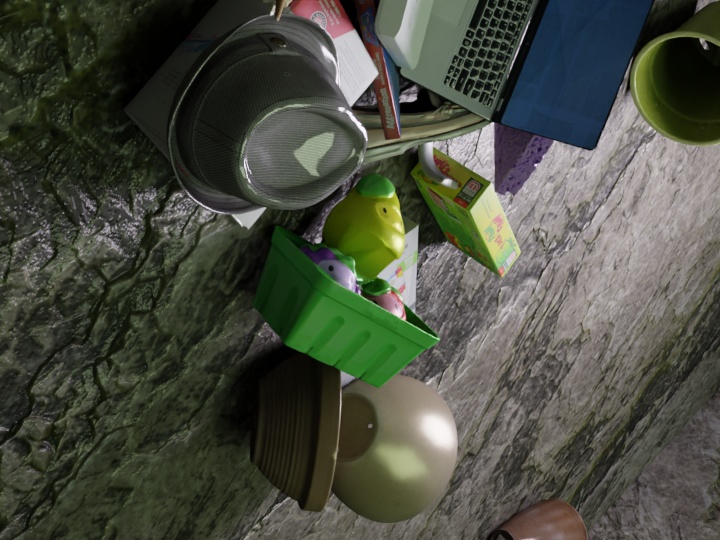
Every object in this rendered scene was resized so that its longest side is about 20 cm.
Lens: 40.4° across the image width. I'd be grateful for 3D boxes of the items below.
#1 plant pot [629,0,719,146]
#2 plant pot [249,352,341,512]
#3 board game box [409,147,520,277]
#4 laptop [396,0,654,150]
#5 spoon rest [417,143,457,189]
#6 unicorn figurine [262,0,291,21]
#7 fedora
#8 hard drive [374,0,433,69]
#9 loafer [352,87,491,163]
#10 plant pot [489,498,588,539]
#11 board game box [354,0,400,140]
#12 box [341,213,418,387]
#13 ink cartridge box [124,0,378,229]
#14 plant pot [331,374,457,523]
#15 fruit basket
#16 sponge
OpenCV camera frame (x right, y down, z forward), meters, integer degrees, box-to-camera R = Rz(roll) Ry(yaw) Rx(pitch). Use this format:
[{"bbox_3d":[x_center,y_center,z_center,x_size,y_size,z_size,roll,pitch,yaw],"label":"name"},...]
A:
[{"bbox_3d":[0.563,-0.338,1.578,0.190,0.198,0.202,-49,152,-36],"label":"plant pot"},{"bbox_3d":[-0.084,0.185,1.184,0.091,0.202,0.203,6,123,-11],"label":"plant pot"},{"bbox_3d":[0.142,-0.073,1.288,0.048,0.101,0.200,-49,149,-7],"label":"board game box"},{"bbox_3d":[0.174,-0.254,1.026,0.198,0.116,0.190,22,90,-21],"label":"laptop"},{"bbox_3d":[0.114,-0.204,1.181,0.099,0.060,0.203,12,96,-55],"label":"spoon rest"},{"bbox_3d":[-0.034,-0.291,0.793,0.135,0.203,0.074,-14,171,-14],"label":"unicorn figurine"},{"bbox_3d":[-0.060,-0.113,0.807,0.198,0.090,0.179,1,118,-51],"label":"fedora"},{"bbox_3d":[0.050,-0.272,0.930,0.200,0.026,0.134,-25,130,-81],"label":"hard drive"},{"bbox_3d":[0.066,-0.173,1.086,0.197,0.072,0.064,-20,110,-22],"label":"loafer"},{"bbox_3d":[0.402,0.645,2.303,0.198,0.187,0.189,3,119,-38],"label":"plant pot"},{"bbox_3d":[0.017,-0.237,0.972,0.019,0.104,0.201,-6,143,7],"label":"board game box"},{"bbox_3d":[0.009,0.043,1.272,0.155,0.041,0.202,-35,143,-30],"label":"box"},{"bbox_3d":[-0.093,-0.163,0.883,0.201,0.085,0.148,-49,147,-8],"label":"ink cartridge box"},{"bbox_3d":[0.013,0.225,1.310,0.202,0.199,0.134,-55,143,0],"label":"plant pot"},{"bbox_3d":[0.000,0.000,1.095,0.213,0.155,0.219,-16,124,-25],"label":"fruit basket"},{"bbox_3d":[0.191,-0.200,1.155,0.112,0.029,0.203,120,-21,-54],"label":"sponge"}]
